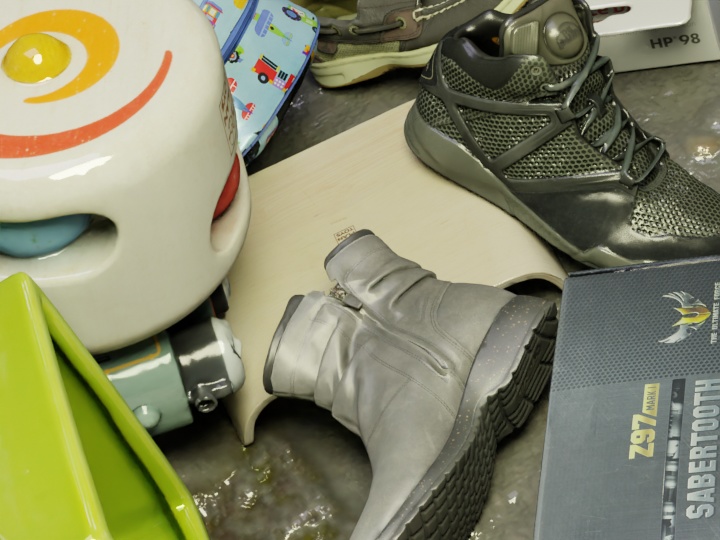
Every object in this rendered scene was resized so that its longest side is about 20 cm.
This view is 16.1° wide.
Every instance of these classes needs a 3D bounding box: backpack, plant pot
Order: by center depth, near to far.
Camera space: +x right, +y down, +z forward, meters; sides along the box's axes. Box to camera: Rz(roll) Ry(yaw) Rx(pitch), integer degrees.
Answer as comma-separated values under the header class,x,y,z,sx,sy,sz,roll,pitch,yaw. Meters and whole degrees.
class,x,y,z,sx,sy,sz,roll,pitch,yaw
plant pot,-0.174,0.157,1.198,0.181,0.200,0.199,-27,41,3
backpack,-0.130,-0.109,1.463,0.199,0.135,0.183,-15,35,43

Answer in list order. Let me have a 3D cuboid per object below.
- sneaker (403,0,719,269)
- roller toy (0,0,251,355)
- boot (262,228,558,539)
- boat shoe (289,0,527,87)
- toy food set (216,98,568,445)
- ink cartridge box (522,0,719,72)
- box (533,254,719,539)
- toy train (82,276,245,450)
class,x,y,z,sx,sy,sz,roll,pitch,yaw
sneaker,0.121,-0.073,1.338,0.199,0.115,0.076,32,47,15
roller toy,-0.149,-0.063,1.283,0.200,0.140,0.182,-36,50,-24
boot,0.005,0.076,1.277,0.131,0.070,0.200,18,53,22
boat shoe,0.024,-0.161,1.491,0.200,0.066,0.072,-16,41,49
toy food set,0.000,0.000,1.398,0.199,0.061,0.144,-26,52,-2
ink cartridge box,0.156,-0.179,1.502,0.115,0.067,0.201,-6,44,20
box,0.171,0.078,1.235,0.157,0.051,0.201,-7,43,19
toy train,-0.157,0.054,1.330,0.199,0.085,0.114,-17,47,-6
